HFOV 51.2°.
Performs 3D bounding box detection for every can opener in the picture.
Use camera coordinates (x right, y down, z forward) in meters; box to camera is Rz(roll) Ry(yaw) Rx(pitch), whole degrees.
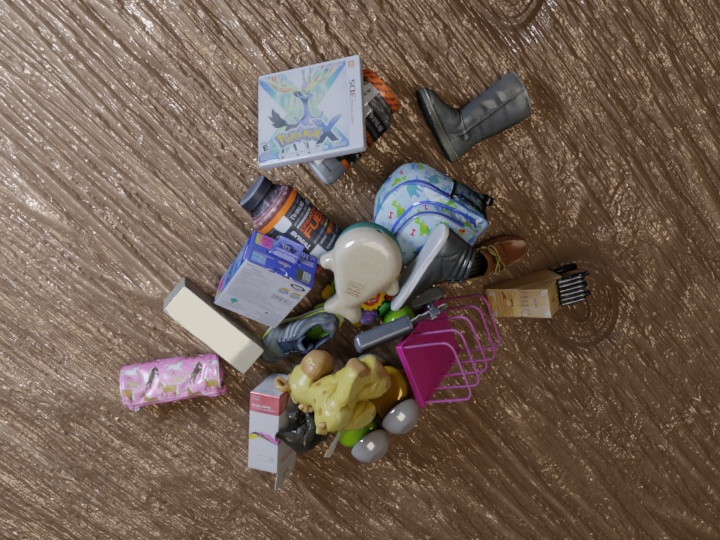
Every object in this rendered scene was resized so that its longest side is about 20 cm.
[{"bbox_3d":[0.075,0.092,1.448,0.198,0.053,0.068,-21,76,-8],"label":"can opener"}]

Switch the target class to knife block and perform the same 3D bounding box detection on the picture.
[{"bbox_3d":[0.386,0.039,1.612,0.198,0.175,0.065,-1,109,34],"label":"knife block"}]

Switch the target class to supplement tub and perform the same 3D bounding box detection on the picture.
[{"bbox_3d":[-0.029,-0.267,1.392,0.200,0.123,0.123,-45,109,1],"label":"supplement tub"},{"bbox_3d":[-0.130,-0.089,1.420,0.199,0.107,0.107,39,93,-20],"label":"supplement tub"}]

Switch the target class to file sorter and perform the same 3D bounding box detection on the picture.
[{"bbox_3d":[0.184,0.153,1.493,0.124,0.200,0.140,-10,112,35],"label":"file sorter"}]

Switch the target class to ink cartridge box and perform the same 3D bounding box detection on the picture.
[{"bbox_3d":[-0.172,0.321,1.501,0.067,0.116,0.203,7,103,16],"label":"ink cartridge box"},{"bbox_3d":[-0.169,0.013,1.394,0.135,0.077,0.200,24,141,-18],"label":"ink cartridge box"}]

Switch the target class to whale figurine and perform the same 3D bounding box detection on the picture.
[{"bbox_3d":[0.000,0.000,1.396,0.157,0.104,0.202,21,123,-5],"label":"whale figurine"}]

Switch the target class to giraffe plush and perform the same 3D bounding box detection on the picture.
[{"bbox_3d":[-0.064,0.222,1.421,0.201,0.161,0.173,-52,148,-10],"label":"giraffe plush"}]

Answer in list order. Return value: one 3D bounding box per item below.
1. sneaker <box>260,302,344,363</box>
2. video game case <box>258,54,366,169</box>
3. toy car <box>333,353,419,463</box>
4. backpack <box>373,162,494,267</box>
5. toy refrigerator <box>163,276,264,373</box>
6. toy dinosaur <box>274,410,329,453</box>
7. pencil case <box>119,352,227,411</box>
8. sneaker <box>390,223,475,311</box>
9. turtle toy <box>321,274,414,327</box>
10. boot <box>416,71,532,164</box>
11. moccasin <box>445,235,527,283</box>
[{"bbox_3d":[-0.123,0.131,1.472,0.199,0.081,0.074,-30,109,21],"label":"sneaker"},{"bbox_3d":[-0.089,-0.281,1.336,0.197,0.022,0.185,-8,71,15],"label":"video game case"},{"bbox_3d":[0.035,0.281,1.540,0.200,0.176,0.149,-46,151,14],"label":"toy car"},{"bbox_3d":[0.126,-0.096,1.439,0.198,0.148,0.183,30,127,-14],"label":"backpack"},{"bbox_3d":[-0.284,0.108,1.449,0.200,0.076,0.070,42,92,-20],"label":"toy refrigerator"},{"bbox_3d":[-0.104,0.315,1.479,0.076,0.200,0.104,-7,96,14],"label":"toy dinosaur"},{"bbox_3d":[-0.361,0.214,1.453,0.197,0.083,0.088,-8,105,-12],"label":"pencil case"},{"bbox_3d":[0.138,0.015,1.384,0.098,0.071,0.201,26,119,-17],"label":"sneaker"},{"bbox_3d":[0.027,0.053,1.497,0.200,0.101,0.146,41,92,-19],"label":"turtle toy"},{"bbox_3d":[0.225,-0.326,1.467,0.199,0.073,0.183,-33,123,3],"label":"boot"},{"bbox_3d":[0.253,-0.022,1.546,0.198,0.078,0.075,-12,107,-10],"label":"moccasin"}]
